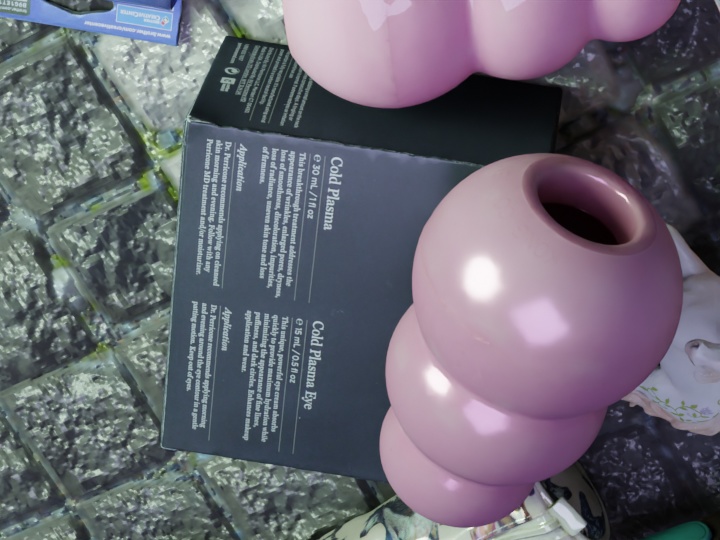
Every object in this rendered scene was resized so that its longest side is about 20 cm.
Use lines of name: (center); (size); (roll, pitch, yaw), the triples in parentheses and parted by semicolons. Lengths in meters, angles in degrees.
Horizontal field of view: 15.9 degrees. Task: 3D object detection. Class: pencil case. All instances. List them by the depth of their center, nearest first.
pencil case: (0.041, 0.157, 1.424); (0.200, 0.089, 0.078); (-29, 113, 22)

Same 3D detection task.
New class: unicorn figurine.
unicorn figurine: (0.162, 0.033, 1.294); (0.137, 0.200, 0.074); (36, 84, 18)

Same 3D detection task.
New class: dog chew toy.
dog chew toy: (0.070, 0.043, 1.216); (0.124, 0.125, 0.200); (22, 128, -3)
dog chew toy: (0.063, -0.144, 1.240); (0.200, 0.125, 0.125); (-4, 118, 4)

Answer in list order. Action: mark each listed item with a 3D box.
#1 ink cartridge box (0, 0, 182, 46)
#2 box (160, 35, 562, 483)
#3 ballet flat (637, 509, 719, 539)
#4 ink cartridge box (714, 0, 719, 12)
ink cartridge box: (-0.143, -0.206, 1.286); (0.119, 0.042, 0.200); (10, 121, 5)
box: (0.000, 0.000, 1.335); (0.182, 0.104, 0.200); (10, 120, 4)
ballet flat: (0.206, 0.158, 1.387); (0.200, 0.068, 0.072); (-27, 107, -1)
ink cartridge box: (0.210, -0.195, 1.165); (0.173, 0.044, 0.200); (-35, 120, -7)
